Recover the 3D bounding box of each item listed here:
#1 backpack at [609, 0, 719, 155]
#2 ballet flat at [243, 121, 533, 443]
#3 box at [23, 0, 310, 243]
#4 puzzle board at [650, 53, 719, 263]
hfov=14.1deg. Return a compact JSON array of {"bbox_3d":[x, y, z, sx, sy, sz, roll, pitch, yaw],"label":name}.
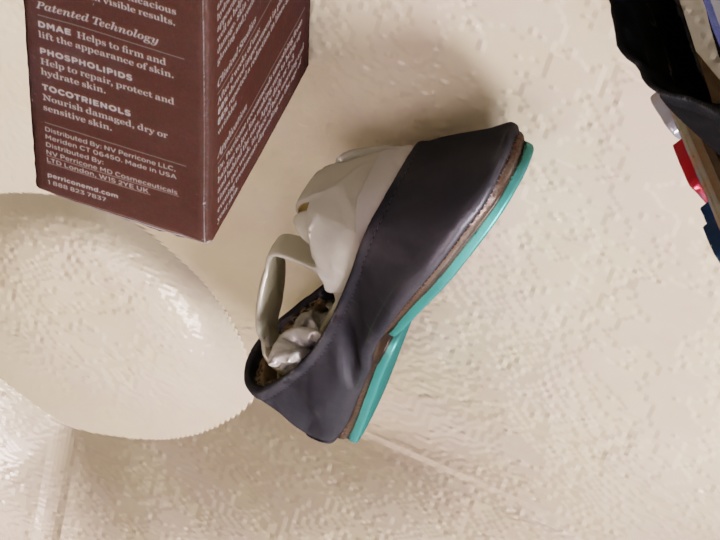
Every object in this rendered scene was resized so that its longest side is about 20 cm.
[{"bbox_3d":[0.164,-0.065,0.827,0.154,0.191,0.200,-26,120,26],"label":"backpack"},{"bbox_3d":[0.000,0.000,1.093,0.073,0.073,0.200,28,144,-2],"label":"ballet flat"},{"bbox_3d":[-0.063,-0.115,0.972,0.075,0.100,0.200,18,140,11],"label":"box"},{"bbox_3d":[0.144,0.005,0.925,0.017,0.200,0.151,-37,114,14],"label":"puzzle board"}]
